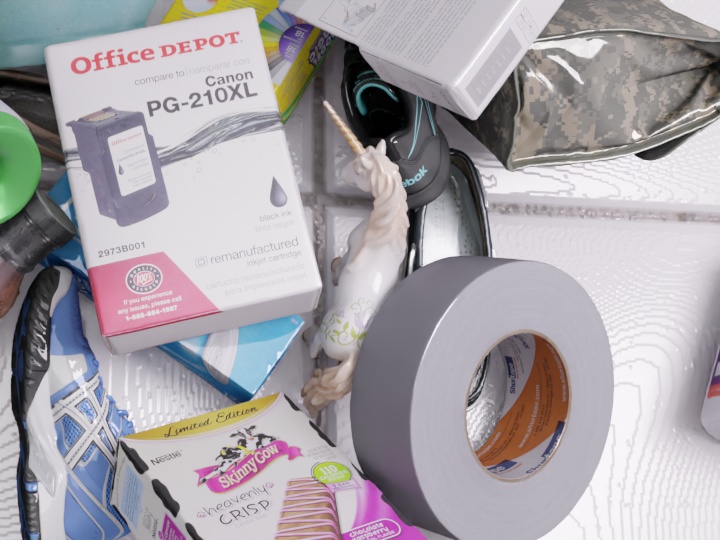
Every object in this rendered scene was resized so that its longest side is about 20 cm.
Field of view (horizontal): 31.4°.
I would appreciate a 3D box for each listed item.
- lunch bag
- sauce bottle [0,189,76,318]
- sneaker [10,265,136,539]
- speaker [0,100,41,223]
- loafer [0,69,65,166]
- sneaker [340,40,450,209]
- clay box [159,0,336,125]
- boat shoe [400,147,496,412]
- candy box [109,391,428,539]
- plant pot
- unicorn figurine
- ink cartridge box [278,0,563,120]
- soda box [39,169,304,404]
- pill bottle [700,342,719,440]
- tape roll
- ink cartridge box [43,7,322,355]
[{"bbox_3d":[0.176,-0.154,0.967,0.200,0.164,0.118,-8,117,-13],"label":"lunch bag"},{"bbox_3d":[-0.278,0.024,0.858,0.200,0.066,0.066,-41,87,0],"label":"sauce bottle"},{"bbox_3d":[-0.198,0.096,0.885,0.077,0.076,0.200,-2,90,-21],"label":"sneaker"},{"bbox_3d":[-0.297,-0.105,0.859,0.088,0.088,0.200,-40,52,-18],"label":"speaker"},{"bbox_3d":[-0.187,-0.103,0.939,0.200,0.063,0.072,12,75,-9],"label":"loafer"},{"bbox_3d":[0.022,-0.145,0.960,0.075,0.079,0.200,-23,57,15],"label":"sneaker"},{"bbox_3d":[-0.076,-0.197,0.978,0.115,0.048,0.200,23,72,18],"label":"clay box"},{"bbox_3d":[0.066,0.007,0.967,0.076,0.060,0.200,-5,77,-13],"label":"boat shoe"},{"bbox_3d":[-0.053,0.170,0.824,0.136,0.061,0.200,-13,38,-38],"label":"candy box"},{"bbox_3d":[-0.221,-0.216,0.909,0.200,0.200,0.134,-11,105,-15],"label":"plant pot"},{"bbox_3d":[0.000,0.000,0.914,0.074,0.137,0.200,2,75,-10],"label":"unicorn figurine"},{"bbox_3d":[0.066,-0.219,0.887,0.176,0.045,0.200,32,82,39],"label":"ink cartridge box"},{"bbox_3d":[-0.142,0.011,0.920,0.200,0.064,0.068,35,72,-1],"label":"soda box"},{"bbox_3d":[0.341,0.040,0.990,0.111,0.111,0.200,22,73,-6],"label":"pill bottle"},{"bbox_3d":[0.089,0.090,0.898,0.200,0.066,0.200,-6,99,-39],"label":"tape roll"},{"bbox_3d":[-0.119,-0.060,0.858,0.145,0.084,0.200,-13,79,-8],"label":"ink cartridge box"}]
